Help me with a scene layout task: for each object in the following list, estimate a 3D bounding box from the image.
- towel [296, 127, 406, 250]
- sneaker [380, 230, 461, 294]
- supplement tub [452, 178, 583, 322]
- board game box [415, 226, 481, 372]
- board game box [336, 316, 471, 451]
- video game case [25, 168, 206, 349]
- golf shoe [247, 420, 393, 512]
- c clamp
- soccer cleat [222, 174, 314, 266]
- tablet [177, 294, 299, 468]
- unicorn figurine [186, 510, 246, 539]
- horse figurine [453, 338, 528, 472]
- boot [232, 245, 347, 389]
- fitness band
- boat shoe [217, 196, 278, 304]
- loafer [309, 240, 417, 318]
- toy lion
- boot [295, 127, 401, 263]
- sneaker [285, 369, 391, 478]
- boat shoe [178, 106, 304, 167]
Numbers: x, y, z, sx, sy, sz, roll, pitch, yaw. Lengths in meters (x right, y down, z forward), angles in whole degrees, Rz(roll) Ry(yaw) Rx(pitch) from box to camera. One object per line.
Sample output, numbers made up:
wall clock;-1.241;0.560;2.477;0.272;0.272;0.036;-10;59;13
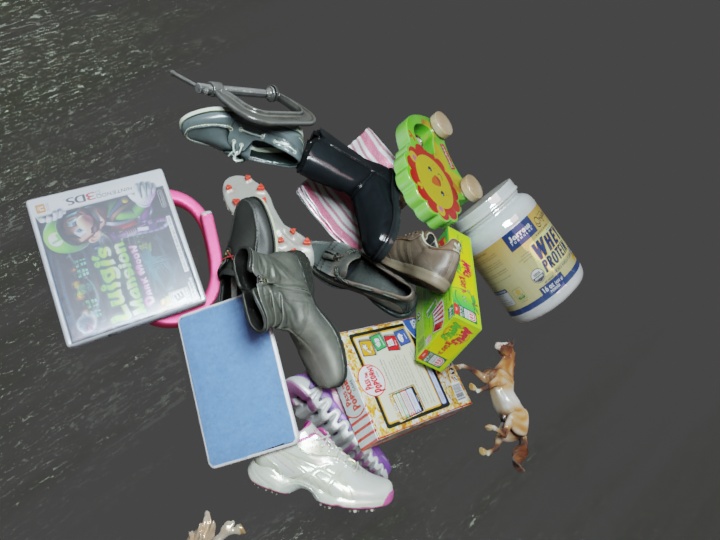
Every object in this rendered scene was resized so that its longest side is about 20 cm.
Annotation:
towel;0.003;-0.137;0.963;0.147;0.030;0.200;47;62;-2
sneaker;0.084;-0.023;0.865;0.070;0.199;0.077;33;86;-32
supplement tub;0.258;-0.034;0.959;0.144;0.144;0.202;-39;92;-28
board game box;0.127;0.038;0.866;0.047;0.102;0.203;24;38;-15
board game box;0.055;0.152;0.829;0.196;0.046;0.154;-5;62;-41
video game case;-0.322;-0.022;0.765;0.178;0.023;0.204;-18;79;-22
golf shoe;-0.048;0.251;0.749;0.194;0.075;0.094;12;89;2
c clamp;-0.167;-0.269;0.895;0.170;0.028;0.198;40;30;27
soccer cleat;-0.143;-0.062;0.863;0.069;0.078;0.200;-32;66;-29
tablet;-0.161;0.140;0.749;0.127;0.014;0.205;-17;80;8
unicorn figurine;-0.162;0.409;0.694;0.137;0.074;0.200;-38;74;-18
horse figurine;0.223;0.214;0.911;0.130;0.050;0.205;2;62;-39
boot;-0.096;0.067;0.731;0.130;0.067;0.204;-7;73;-63
fitness band;-0.269;-0.020;0.812;0.140;0.037;0.205;-8;74;-23
boat shoe;-0.160;-0.001;0.794;0.062;0.072;0.208;2;93;-56
loafer;0.000;0.000;0.866;0.196;0.063;0.073;27;69;10
toy lion;0.114;-0.166;0.955;0.189;0.068;0.204;-10;74;-52
boot;-0.023;-0.118;0.871;0.165;0.077;0.203;24;44;-17
sneaker;-0.019;0.208;0.814;0.201;0.080;0.088;50;45;-3
boat shoe;-0.179;-0.200;0.890;0.195;0.073;0.063;3;67;-26
